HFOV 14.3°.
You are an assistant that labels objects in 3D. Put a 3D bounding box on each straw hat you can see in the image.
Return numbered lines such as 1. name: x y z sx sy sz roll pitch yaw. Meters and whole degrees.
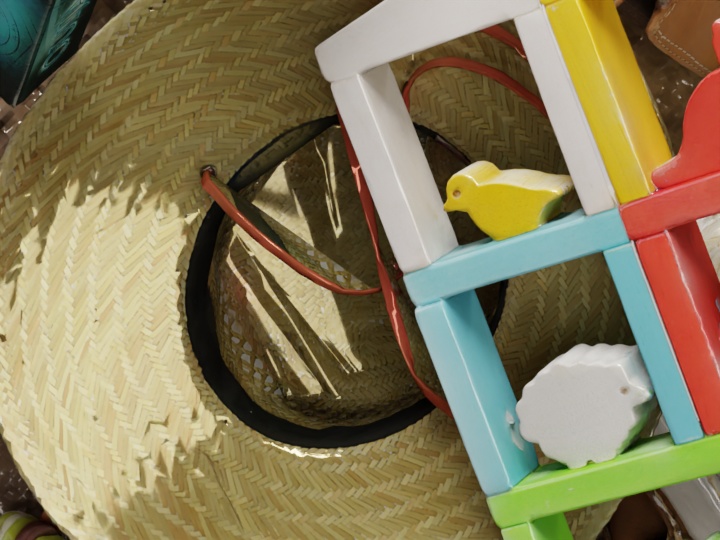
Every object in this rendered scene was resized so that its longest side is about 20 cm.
1. straw hat: 0.000 0.000 0.786 0.200 0.085 0.203 2 100 9

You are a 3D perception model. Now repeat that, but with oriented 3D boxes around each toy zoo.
1. toy zoo: 0.068 -0.011 0.696 0.131 0.020 0.201 -17 97 32

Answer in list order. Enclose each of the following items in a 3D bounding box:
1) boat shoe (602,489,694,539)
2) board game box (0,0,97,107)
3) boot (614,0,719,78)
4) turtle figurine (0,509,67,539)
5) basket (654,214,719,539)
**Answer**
1. boat shoe: 0.105 0.090 0.866 0.068 0.072 0.200 -42 102 3
2. board game box: -0.137 -0.141 0.688 0.200 0.135 0.028 42 64 4
3. boot: 0.143 -0.120 0.835 0.199 0.077 0.156 23 103 -29
4. turtle figurine: -0.048 0.114 0.804 0.161 0.064 0.201 -25 73 -5
5. basket: 0.208 0.025 0.793 0.200 0.161 0.199 -43 103 -32
